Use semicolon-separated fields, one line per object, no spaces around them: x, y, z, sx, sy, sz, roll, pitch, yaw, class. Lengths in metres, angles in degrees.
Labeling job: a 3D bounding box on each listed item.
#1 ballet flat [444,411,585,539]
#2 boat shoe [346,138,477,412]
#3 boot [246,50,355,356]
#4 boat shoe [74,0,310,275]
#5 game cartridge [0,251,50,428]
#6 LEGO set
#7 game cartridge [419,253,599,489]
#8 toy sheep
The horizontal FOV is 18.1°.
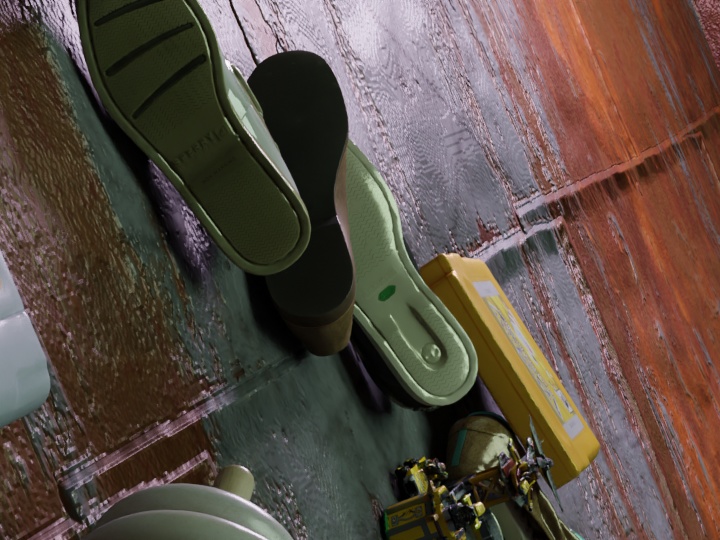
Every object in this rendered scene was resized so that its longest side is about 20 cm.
0.112;0.188;1.536;0.201;0.067;0.072;59;40;-25;ballet flat
0.000;0.000;1.444;0.201;0.072;0.068;61;-18;-2;boat shoe
-0.036;-0.041;1.381;0.076;0.073;0.201;74;8;-59;boot
-0.097;-0.089;1.246;0.201;0.074;0.068;62;-1;-12;boat shoe
-0.197;-0.021;0.917;0.133;0.041;0.201;-35;102;-76;game cartridge
0.109;0.195;1.411;0.201;0.115;0.154;70;18;6;LEGO set
0.108;0.068;1.603;0.177;0.032;0.200;58;6;5;game cartridge
-0.070;0.157;0.924;0.138;0.137;0.201;57;24;-29;toy sheep
